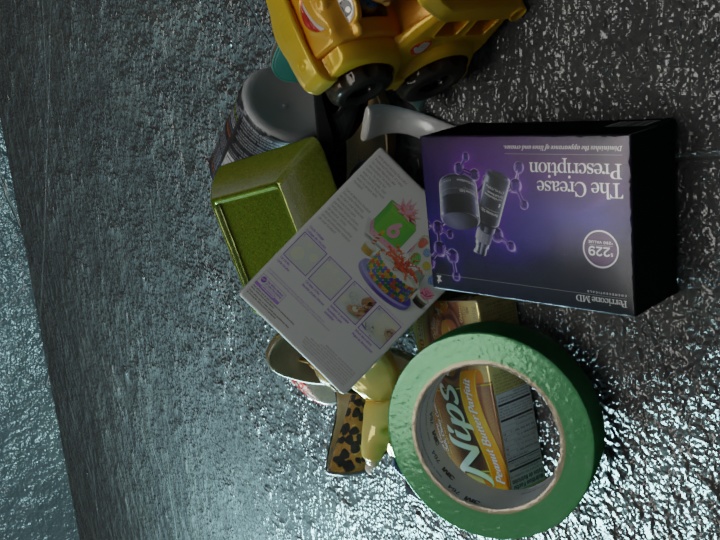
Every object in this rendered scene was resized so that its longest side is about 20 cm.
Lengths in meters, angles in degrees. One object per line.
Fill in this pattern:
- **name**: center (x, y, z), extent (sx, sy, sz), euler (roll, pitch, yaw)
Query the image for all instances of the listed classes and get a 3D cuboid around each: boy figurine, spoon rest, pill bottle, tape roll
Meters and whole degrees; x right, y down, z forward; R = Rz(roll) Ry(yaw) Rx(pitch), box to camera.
- **boy figurine**: center (0.040, 0.165, 0.968), extent (0.064, 0.124, 0.200), euler (5, 133, 52)
- **spoon rest**: center (0.091, -0.111, 0.878), extent (0.200, 0.061, 0.100), euler (37, 134, 28)
- **pill bottle**: center (-0.121, -0.144, 1.073), extent (0.107, 0.106, 0.200), euler (65, 147, 17)
- **tape roll**: center (0.126, 0.150, 0.838), extent (0.200, 0.048, 0.201), euler (6, 102, 26)

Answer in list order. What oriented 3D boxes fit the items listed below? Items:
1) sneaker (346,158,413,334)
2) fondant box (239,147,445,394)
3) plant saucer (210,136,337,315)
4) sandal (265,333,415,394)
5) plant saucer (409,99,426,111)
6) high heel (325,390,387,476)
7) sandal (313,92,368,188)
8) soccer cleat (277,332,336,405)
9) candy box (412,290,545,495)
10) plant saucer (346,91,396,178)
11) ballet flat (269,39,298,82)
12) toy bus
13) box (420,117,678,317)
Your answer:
- **sneaker**: center (0.033, -0.025, 0.968), extent (0.074, 0.082, 0.201), euler (14, 116, 59)
- **fondant box**: center (0.000, 0.000, 0.884), extent (0.144, 0.200, 0.058), euler (44, 180, -3)
- **plant saucer**: center (-0.089, -0.029, 0.980), extent (0.199, 0.048, 0.201), euler (-7, 107, 50)
- **sandal**: center (-0.009, 0.111, 1.003), extent (0.054, 0.199, 0.081), euler (-79, 6, -73)
- **plant saucer**: center (0.000, -0.241, 0.871), extent (0.019, 0.070, 0.200), euler (-39, 103, 23)
- **high heel**: center (-0.036, 0.149, 1.060), extent (0.200, 0.142, 0.072), euler (43, 140, 23)
- **sandal**: center (-0.017, -0.161, 0.948), extent (0.048, 0.075, 0.201), euler (9, 122, 15)
- **soccer cleat**: center (-0.076, 0.089, 1.209), extent (0.200, 0.068, 0.085), euler (64, 152, 26)
- **candy box**: center (0.119, 0.121, 0.919), extent (0.115, 0.055, 0.201), euler (0, 103, 58)
- **plant saucer**: center (-0.013, -0.161, 1.029), extent (0.200, 0.035, 0.201), euler (29, 126, 50)
- **ballet flat**: center (-0.025, -0.279, 0.946), extent (0.200, 0.074, 0.074), euler (-36, 72, 38)
- **toy bus**: center (0.047, -0.241, 0.754), extent (0.192, 0.200, 0.136), euler (-29, 79, 50)
- **box**: center (0.153, -0.049, 0.738), extent (0.200, 0.079, 0.142), euler (7, 112, 44)
